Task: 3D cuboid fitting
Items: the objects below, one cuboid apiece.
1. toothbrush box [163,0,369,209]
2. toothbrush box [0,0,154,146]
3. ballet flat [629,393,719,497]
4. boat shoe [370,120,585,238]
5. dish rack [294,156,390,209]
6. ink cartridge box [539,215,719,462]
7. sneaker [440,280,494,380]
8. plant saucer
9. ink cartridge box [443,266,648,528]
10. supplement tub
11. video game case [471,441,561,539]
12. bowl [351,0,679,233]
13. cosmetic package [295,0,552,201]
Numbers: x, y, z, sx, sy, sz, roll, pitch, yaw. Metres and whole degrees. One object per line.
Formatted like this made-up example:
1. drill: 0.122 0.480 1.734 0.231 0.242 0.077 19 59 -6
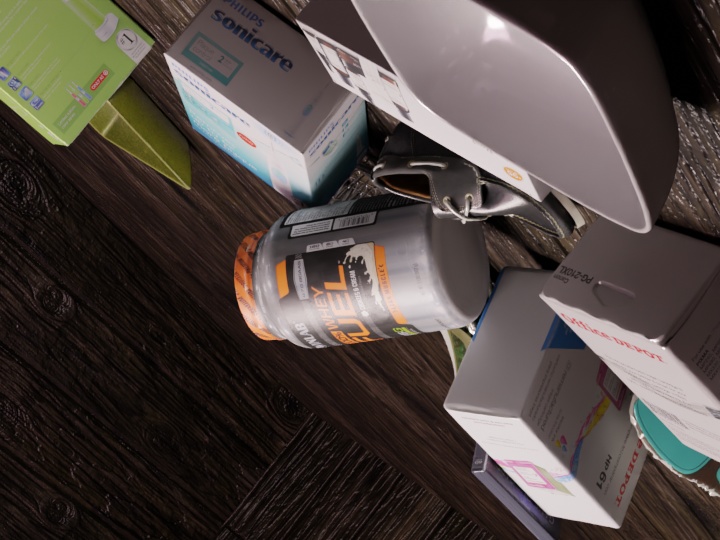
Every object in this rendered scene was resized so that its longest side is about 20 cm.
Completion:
1. toothbrush box: -0.075 -0.141 1.525 0.146 0.085 0.200 37 169 8
2. toothbrush box: -0.337 -0.247 1.842 0.200 0.146 0.086 41 171 -20
3. ballet flat: 0.305 0.156 1.556 0.200 0.072 0.072 41 170 -13
4. boat shoe: 0.087 -0.060 1.351 0.200 0.068 0.072 28 164 44
5. dish rack: 0.000 -0.061 1.718 0.153 0.055 0.200 44 169 -35
6. ink cartridge box: 0.242 0.059 1.257 0.200 0.084 0.145 43 170 -32
7. sneaker: 0.121 0.078 1.677 0.089 0.077 0.201 115 133 -70
8. plant saucer: -0.302 -0.204 2.219 0.200 0.048 0.200 32 168 40
9. ink cartridge box: 0.175 0.112 1.551 0.084 0.145 0.200 5 150 39
10. supplement tub: 0.000 0.000 1.536 0.199 0.123 0.123 -10 144 27
11. video game case: 0.156 0.128 1.636 0.019 0.201 0.143 -9 142 33
12. bowl: 0.090 -0.127 0.988 0.199 0.075 0.200 33 170 32
13. cosmetic package: 0.051 -0.125 1.218 0.200 0.051 0.083 33 170 32
